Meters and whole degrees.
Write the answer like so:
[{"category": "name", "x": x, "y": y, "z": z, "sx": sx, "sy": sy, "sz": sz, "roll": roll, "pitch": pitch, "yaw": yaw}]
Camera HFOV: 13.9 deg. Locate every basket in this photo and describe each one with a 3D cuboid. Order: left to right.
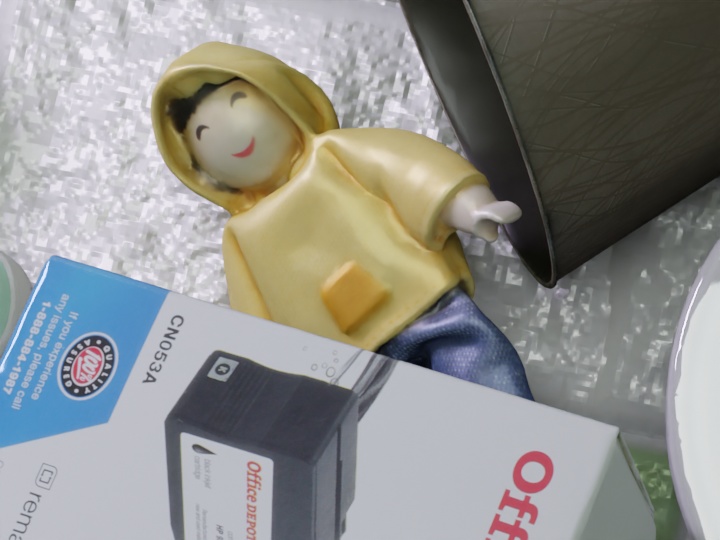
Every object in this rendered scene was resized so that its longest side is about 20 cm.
[{"category": "basket", "x": 0.119, "y": -0.116, "z": 1.015, "sx": 0.199, "sy": 0.136, "sz": 0.181, "roll": -23, "pitch": 86, "yaw": -6}]

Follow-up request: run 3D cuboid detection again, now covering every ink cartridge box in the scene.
[{"category": "ink cartridge box", "x": -0.028, "y": 0.098, "z": 0.918, "sx": 0.199, "sy": 0.084, "sz": 0.145, "roll": 16, "pitch": 70, "yaw": 21}]

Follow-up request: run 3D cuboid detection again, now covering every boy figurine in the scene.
[{"category": "boy figurine", "x": 0.000, "y": 0.000, "z": 1.012, "sx": 0.124, "sy": 0.064, "sz": 0.200, "roll": -36, "pitch": 79, "yaw": 30}]

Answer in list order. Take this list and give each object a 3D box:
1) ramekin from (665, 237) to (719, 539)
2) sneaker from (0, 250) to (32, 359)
[{"category": "ramekin", "x": 0.200, "y": 0.054, "z": 0.979, "sx": 0.202, "sy": 0.094, "sz": 0.203, "roll": -1, "pitch": 75, "yaw": 5}, {"category": "sneaker", "x": -0.217, "y": 0.010, "z": 1.013, "sx": 0.200, "sy": 0.118, "sz": 0.074, "roll": -3, "pitch": 73, "yaw": 3}]
